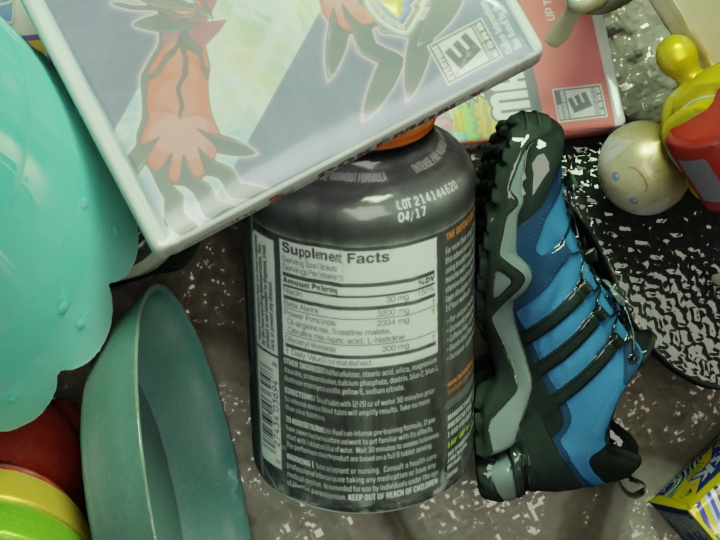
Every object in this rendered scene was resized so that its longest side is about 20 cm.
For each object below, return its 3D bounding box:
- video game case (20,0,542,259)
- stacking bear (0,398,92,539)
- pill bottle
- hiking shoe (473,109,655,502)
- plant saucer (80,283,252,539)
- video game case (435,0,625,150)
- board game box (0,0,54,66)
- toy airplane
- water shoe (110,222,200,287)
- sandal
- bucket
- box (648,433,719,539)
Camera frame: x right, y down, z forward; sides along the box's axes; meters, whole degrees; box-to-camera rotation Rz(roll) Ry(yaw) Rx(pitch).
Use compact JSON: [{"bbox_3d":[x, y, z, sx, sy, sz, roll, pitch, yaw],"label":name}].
[{"bbox_3d":[-0.050,-0.133,0.909,0.182,0.023,0.201,-28,82,-6],"label":"video game case"},{"bbox_3d":[-0.159,0.133,0.941,0.121,0.200,0.114,-16,128,9],"label":"stacking bear"},{"bbox_3d":[0.000,0.000,0.986,0.106,0.106,0.201,-6,117,-10],"label":"pill bottle"},{"bbox_3d":[0.095,0.015,1.031,0.086,0.074,0.201,-2,119,0],"label":"hiking shoe"},{"bbox_3d":[-0.086,0.107,0.968,0.036,0.200,0.201,-11,91,7],"label":"plant saucer"},{"bbox_3d":[0.019,-0.124,1.049,0.199,0.017,0.144,-7,77,-13],"label":"video game case"},{"bbox_3d":[-0.168,-0.096,1.036,0.199,0.030,0.096,5,88,-12],"label":"board game box"},{"bbox_3d":[0.172,-0.079,1.020,0.141,0.199,0.201,-32,56,19],"label":"toy airplane"},{"bbox_3d":[-0.171,-0.011,1.013,0.199,0.079,0.072,0,82,16],"label":"water shoe"},{"bbox_3d":[0.132,-0.028,1.081,0.075,0.048,0.201,-36,82,-10],"label":"sandal"},{"bbox_3d":[-0.207,-0.034,0.907,0.206,0.135,0.208,-6,67,14],"label":"bucket"},{"bbox_3d":[0.239,0.168,1.084,0.070,0.064,0.200,-41,97,-8],"label":"box"}]
